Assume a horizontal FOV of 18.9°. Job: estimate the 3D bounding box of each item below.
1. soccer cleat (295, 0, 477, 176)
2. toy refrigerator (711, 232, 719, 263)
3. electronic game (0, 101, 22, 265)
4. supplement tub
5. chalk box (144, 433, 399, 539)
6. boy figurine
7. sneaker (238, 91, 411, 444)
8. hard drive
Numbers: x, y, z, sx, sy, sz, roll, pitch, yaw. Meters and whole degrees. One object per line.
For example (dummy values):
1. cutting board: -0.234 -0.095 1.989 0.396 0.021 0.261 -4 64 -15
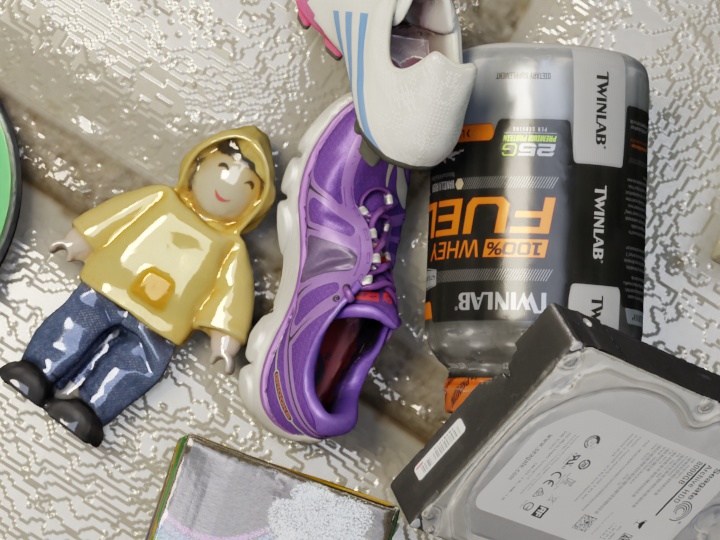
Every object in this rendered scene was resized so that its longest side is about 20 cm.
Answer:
1. soccer cleat: 0.019 -0.138 1.181 0.070 0.200 0.086 7 128 -27
2. toy refrigerator: 0.271 -0.090 1.245 0.070 0.076 0.200 23 84 -2
3. electronic game: -0.288 -0.049 1.198 0.199 0.042 0.201 3 75 -10
4. supplement tub: 0.098 -0.019 1.200 0.122 0.123 0.201 2 84 -5
5. chalk box: -0.071 0.201 1.168 0.124 0.124 0.201 20 85 -4
6. boy figurine: -0.109 0.006 1.211 0.124 0.064 0.200 40 85 3
7. sneaker: 0.000 0.000 1.200 0.080 0.083 0.201 15 85 -36
8. hard drive: 0.132 0.104 1.156 0.200 0.038 0.140 23 116 -39
